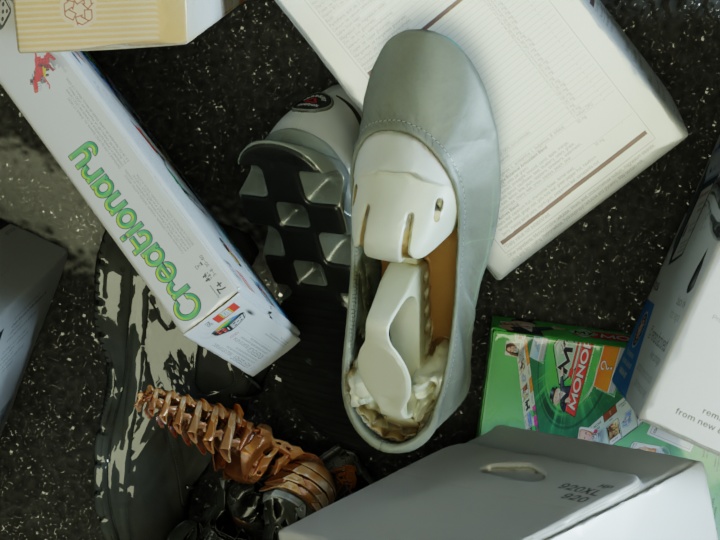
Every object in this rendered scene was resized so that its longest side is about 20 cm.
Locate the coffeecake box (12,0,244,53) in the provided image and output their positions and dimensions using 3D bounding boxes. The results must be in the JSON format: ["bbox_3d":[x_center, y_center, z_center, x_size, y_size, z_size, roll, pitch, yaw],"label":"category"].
[{"bbox_3d":[-0.100,-0.184,0.801,0.073,0.200,0.155,-2,103,4],"label":"coffeecake box"}]

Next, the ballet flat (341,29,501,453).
[{"bbox_3d":[0.023,-0.005,0.801,0.067,0.064,0.201,15,125,22],"label":"ballet flat"}]

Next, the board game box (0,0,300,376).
[{"bbox_3d":[-0.108,-0.046,0.838,0.035,0.126,0.200,-38,75,1],"label":"board game box"}]

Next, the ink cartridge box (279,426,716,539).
[{"bbox_3d":[0.076,0.194,0.844,0.144,0.147,0.201,-20,103,-34],"label":"ink cartridge box"}]

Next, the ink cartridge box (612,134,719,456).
[{"bbox_3d":[0.197,-0.015,0.832,0.085,0.146,0.201,22,94,1],"label":"ink cartridge box"}]

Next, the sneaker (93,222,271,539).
[{"bbox_3d":[-0.090,0.068,0.929,0.090,0.076,0.201,2,105,-1],"label":"sneaker"}]

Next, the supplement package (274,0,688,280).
[{"bbox_3d":[0.047,-0.117,0.853,0.114,0.110,0.200,-37,98,13],"label":"supplement package"}]

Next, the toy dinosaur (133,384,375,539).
[{"bbox_3d":[-0.052,0.132,0.911,0.200,0.102,0.136,43,66,-13],"label":"toy dinosaur"}]

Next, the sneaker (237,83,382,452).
[{"bbox_3d":[0.000,0.000,0.907,0.074,0.089,0.201,12,131,25],"label":"sneaker"}]

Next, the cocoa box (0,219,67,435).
[{"bbox_3d":[-0.241,0.043,0.866,0.131,0.200,0.134,23,105,-1],"label":"cocoa box"}]

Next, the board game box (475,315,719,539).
[{"bbox_3d":[0.121,0.131,0.949,0.134,0.029,0.201,8,104,3],"label":"board game box"}]
